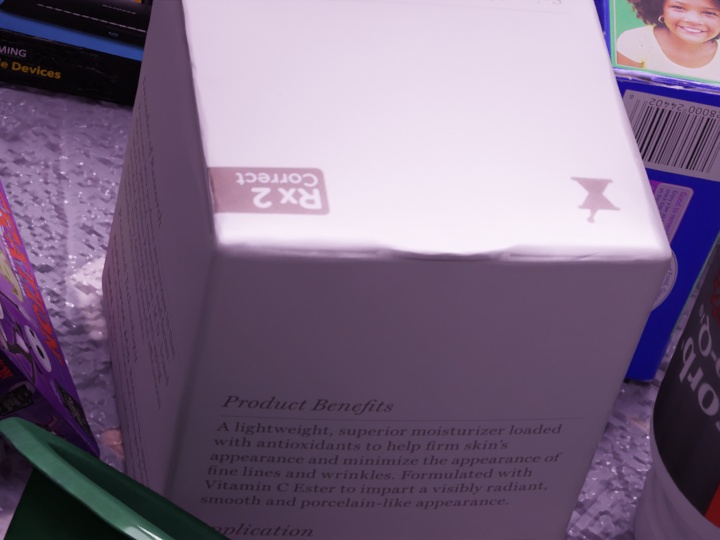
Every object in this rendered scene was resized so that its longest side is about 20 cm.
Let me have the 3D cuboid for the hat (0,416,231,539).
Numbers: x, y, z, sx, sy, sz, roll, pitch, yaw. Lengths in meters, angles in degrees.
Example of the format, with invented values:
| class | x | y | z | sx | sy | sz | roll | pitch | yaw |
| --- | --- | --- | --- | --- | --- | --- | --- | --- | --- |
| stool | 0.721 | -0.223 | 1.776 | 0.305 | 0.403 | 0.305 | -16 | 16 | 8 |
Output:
| class | x | y | z | sx | sy | sz | roll | pitch | yaw |
| --- | --- | --- | --- | --- | --- | --- | --- | --- | --- |
| hat | -0.102 | 0.161 | 0.973 | 0.200 | 0.176 | 0.166 | 34 | -3 | -26 |

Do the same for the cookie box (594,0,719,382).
| class | x | y | z | sx | sy | sz | roll | pitch | yaw |
| --- | --- | --- | --- | --- | --- | --- | --- | --- | --- |
| cookie box | 0.111 | -0.085 | 1.236 | 0.075 | 0.171 | 0.200 | 10 | 46 | -8 |

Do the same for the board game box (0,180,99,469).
| class | x | y | z | sx | sy | sz | roll | pitch | yaw |
| --- | --- | --- | --- | --- | --- | --- | --- | --- | --- |
| board game box | -0.163 | -0.023 | 1.146 | 0.032 | 0.120 | 0.200 | -26 | 53 | 1 |

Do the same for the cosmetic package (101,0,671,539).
| class | x | y | z | sx | sy | sz | roll | pitch | yaw |
| --- | --- | --- | --- | --- | --- | --- | --- | --- | --- |
| cosmetic package | 0.000 | 0.000 | 1.104 | 0.164 | 0.200 | 0.165 | 1 | 47 | -15 |

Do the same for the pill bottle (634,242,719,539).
| class | x | y | z | sx | sy | sz | roll | pitch | yaw |
| --- | --- | --- | --- | --- | --- | --- | --- | --- | --- |
| pill bottle | 0.175 | 0.045 | 1.108 | 0.115 | 0.200 | 0.116 | 8 | 45 | -8 |

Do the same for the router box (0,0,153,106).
| class | x | y | z | sx | sy | sz | roll | pitch | yaw |
| --- | --- | --- | --- | --- | --- | --- | --- | --- | --- |
| router box | -0.096 | -0.140 | 1.248 | 0.199 | 0.149 | 0.051 | 10 | 45 | -5 |
